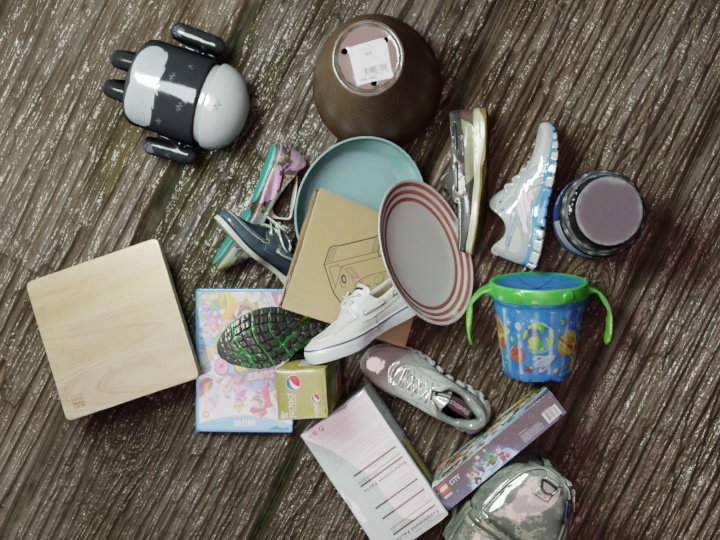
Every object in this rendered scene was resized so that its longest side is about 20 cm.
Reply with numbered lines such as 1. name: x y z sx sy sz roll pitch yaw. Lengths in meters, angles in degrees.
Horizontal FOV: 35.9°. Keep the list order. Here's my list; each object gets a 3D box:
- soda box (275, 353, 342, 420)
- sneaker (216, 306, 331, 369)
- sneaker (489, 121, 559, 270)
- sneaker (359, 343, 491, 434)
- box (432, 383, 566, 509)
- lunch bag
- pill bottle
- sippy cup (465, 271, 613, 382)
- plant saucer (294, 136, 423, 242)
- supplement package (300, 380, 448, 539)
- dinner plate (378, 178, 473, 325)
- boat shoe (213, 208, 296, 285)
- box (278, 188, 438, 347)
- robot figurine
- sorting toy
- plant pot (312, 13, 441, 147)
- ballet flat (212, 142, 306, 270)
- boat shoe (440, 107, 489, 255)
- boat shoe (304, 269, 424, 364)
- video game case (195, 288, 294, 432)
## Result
1. soda box: -0.066 0.151 1.481 0.066 0.200 0.065 -3 92 4
2. sneaker: -0.106 0.085 1.511 0.198 0.085 0.079 -16 86 -29
3. sneaker: 0.222 -0.108 1.527 0.085 0.075 0.204 11 91 10
4. sneaker: 0.091 0.161 1.531 0.198 0.081 0.076 26 94 5
5. box: 0.183 0.232 1.495 0.199 0.137 0.038 -40 87 3
6. lunch bag: 0.204 0.319 1.463 0.138 0.200 0.169 32 93 3
7. pill bottle: 0.312 -0.073 1.454 0.110 0.200 0.114 0 90 4
8. sippy cup: 0.241 0.078 1.501 0.176 0.139 0.133 7 103 38
9. plant saucer: -0.004 -0.085 1.526 0.197 0.036 0.204 -7 108 -23
10. supplement package: 0.022 0.269 1.519 0.109 0.114 0.201 -35 89 4
11. dinner plate: 0.084 -0.023 1.489 0.024 0.199 0.203 -19 89 37
12. boat shoe: -0.117 -0.033 1.505 0.062 0.075 0.200 -46 128 4
13. box: 0.000 0.000 1.504 0.198 0.021 0.166 20 85 -28
14. robot figurine: -0.250 -0.244 1.537 0.197 0.151 0.126 18 49 5
15. sorting toy: -0.341 0.082 1.567 0.197 0.070 0.202 -18 88 4
16. plant pot: 0.017 -0.262 1.476 0.183 0.200 0.191 0 90 4
17. ballet flat: -0.134 -0.079 1.560 0.070 0.069 0.202 27 92 -16
18. boat shoe: 0.143 -0.124 1.537 0.064 0.073 0.204 4 85 13
19. boat shoe: 0.002 0.054 1.458 0.198 0.071 0.071 -28 106 -26
20. video game case: -0.164 0.127 1.580 0.140 0.018 0.204 0 90 4
